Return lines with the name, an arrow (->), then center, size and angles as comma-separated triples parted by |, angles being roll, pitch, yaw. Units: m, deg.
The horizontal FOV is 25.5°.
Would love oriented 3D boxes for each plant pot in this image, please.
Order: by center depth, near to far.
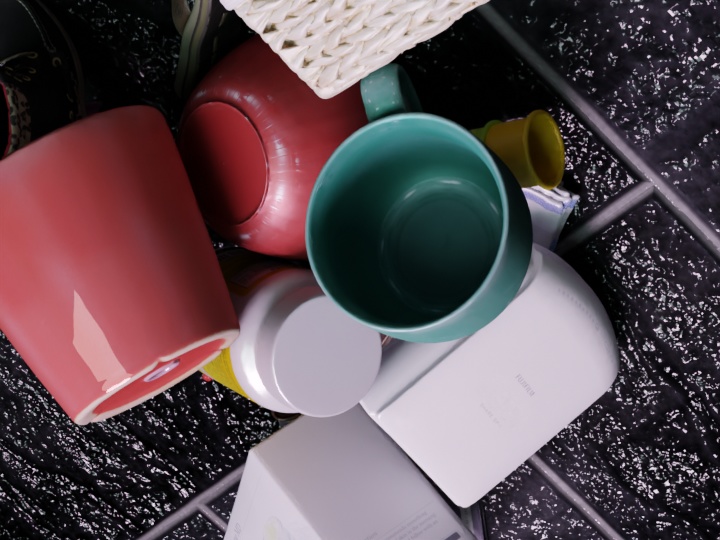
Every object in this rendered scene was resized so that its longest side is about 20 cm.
plant pot -> -0.190, 0.004, 1.185 | 0.200, 0.200, 0.178 | -37, 80, 41

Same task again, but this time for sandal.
sandal -> -0.121, -0.216, 1.241 | 0.057, 0.080, 0.202 | 38, 134, 12

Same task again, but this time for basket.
basket -> 0.017, -0.230, 1.116 | 0.199, 0.136, 0.124 | -28, 113, 34

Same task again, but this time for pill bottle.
pill bottle -> -0.070, 0.049, 1.281 | 0.115, 0.114, 0.200 | 59, 162, -23

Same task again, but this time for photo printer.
photo printer -> 0.111, 0.080, 1.291 | 0.200, 0.070, 0.167 | -40, 130, 2

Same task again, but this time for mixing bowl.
mixing bowl -> -0.071, -0.093, 1.237 | 0.199, 0.108, 0.202 | 13, 110, 38

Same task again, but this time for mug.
mug -> 0.053, -0.040, 1.145 | 0.151, 0.114, 0.187 | 18, 87, 21

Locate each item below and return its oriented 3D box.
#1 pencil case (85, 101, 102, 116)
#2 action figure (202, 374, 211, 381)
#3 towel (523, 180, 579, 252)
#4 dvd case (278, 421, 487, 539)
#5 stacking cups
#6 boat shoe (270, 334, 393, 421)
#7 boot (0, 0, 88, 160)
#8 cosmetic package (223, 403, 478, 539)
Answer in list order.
pencil case -> -0.246, -0.054, 1.423 | 0.087, 0.088, 0.201 | 28, 132, 3
action figure -> -0.143, 0.011, 1.443 | 0.065, 0.100, 0.201 | 19, 154, 7
towel -> 0.086, -0.019, 1.327 | 0.146, 0.024, 0.201 | 24, 132, 8
dvd case -> 0.023, 0.211, 1.541 | 0.198, 0.016, 0.150 | 6, 127, 22
stacking cups -> 0.059, -0.077, 1.236 | 0.198, 0.061, 0.061 | -10, 121, 35
boat shoe -> -0.023, 0.078, 1.411 | 0.072, 0.072, 0.200 | 42, 138, -8
boot -> -0.282, -0.148, 1.277 | 0.073, 0.150, 0.202 | -20, 79, 14
cosmetic package -> -0.012, 0.250, 1.426 | 0.200, 0.122, 0.200 | 49, 150, 20
